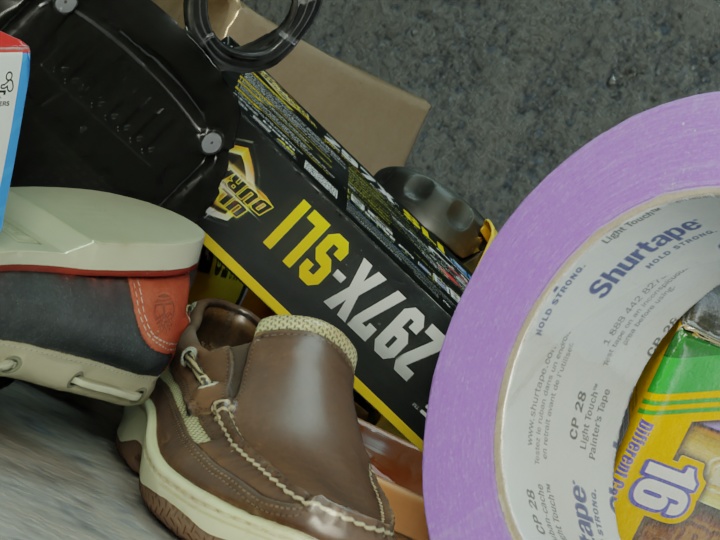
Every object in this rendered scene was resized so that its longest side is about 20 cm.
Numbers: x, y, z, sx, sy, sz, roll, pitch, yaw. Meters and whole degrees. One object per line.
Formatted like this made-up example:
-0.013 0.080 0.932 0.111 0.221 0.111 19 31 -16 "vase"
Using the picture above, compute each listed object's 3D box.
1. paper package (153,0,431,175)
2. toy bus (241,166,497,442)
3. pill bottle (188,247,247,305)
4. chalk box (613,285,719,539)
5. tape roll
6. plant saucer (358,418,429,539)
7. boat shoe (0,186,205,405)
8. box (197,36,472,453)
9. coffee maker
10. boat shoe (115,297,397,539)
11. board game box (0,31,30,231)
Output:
-0.080 -0.056 1.455 0.190 0.201 0.103 23 1 -44 "paper package"
0.004 0.038 1.178 0.199 0.136 0.192 23 -14 40 "toy bus"
-0.113 -0.015 1.001 0.112 0.113 0.200 25 1 7 "pill bottle"
0.186 0.078 0.873 0.199 0.124 0.125 23 27 -3 "chalk box"
0.114 0.049 0.726 0.065 0.201 0.200 24 1 -43 "tape roll"
-0.001 0.085 0.948 0.199 0.033 0.200 25 1 -1 "plant saucer"
-0.130 0.009 0.687 0.199 0.063 0.071 2 23 -46 "boat shoe"
0.000 0.000 0.914 0.200 0.049 0.160 44 6 -9 "box"
-0.126 -0.079 0.824 0.200 0.191 0.135 52 -17 53 "coffee maker"
-0.032 0.048 0.761 0.074 0.075 0.202 25 1 -23 "boat shoe"
-0.227 -0.063 0.629 0.199 0.056 0.195 26 20 33 "board game box"
